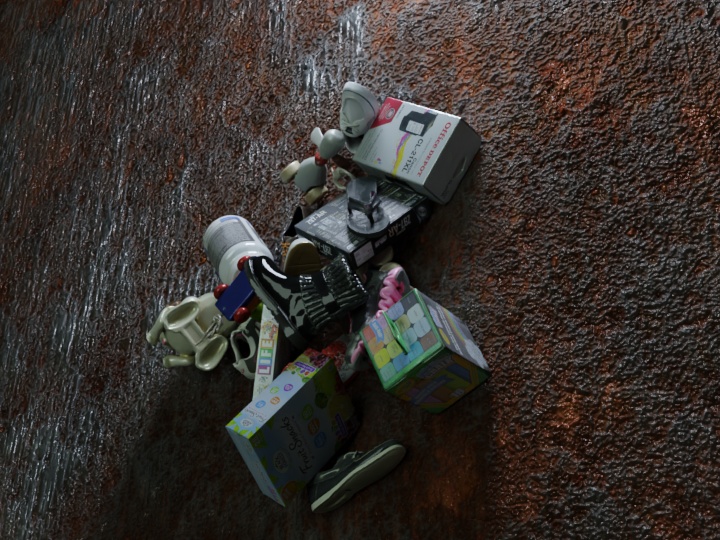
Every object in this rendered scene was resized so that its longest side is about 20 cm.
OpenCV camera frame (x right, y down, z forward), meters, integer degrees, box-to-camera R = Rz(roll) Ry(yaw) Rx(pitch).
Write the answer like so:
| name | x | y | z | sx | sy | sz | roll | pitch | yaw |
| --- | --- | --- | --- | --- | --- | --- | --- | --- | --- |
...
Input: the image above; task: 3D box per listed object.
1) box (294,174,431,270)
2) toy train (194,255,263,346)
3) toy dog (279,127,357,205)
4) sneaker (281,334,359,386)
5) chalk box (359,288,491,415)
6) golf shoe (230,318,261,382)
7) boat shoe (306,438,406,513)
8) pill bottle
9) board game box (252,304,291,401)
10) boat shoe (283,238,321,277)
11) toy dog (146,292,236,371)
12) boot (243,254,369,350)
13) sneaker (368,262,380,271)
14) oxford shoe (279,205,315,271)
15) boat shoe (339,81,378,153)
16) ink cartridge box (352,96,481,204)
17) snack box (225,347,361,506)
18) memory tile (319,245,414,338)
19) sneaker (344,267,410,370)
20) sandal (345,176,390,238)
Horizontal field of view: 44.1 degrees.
| name | x | y | z | sx | sy | sz | roll | pitch | yaw |
| --- | --- | --- | --- | --- | --- | --- | --- | --- | --- |
| box | 0.005 | -0.092 | 1.628 | 0.200 | 0.044 | 0.160 | -37 | 40 | -27 |
| toy train | -0.220 | 0.073 | 1.674 | 0.200 | 0.116 | 0.085 | -50 | 60 | 7 |
| toy dog | -0.071 | -0.216 | 1.772 | 0.200 | 0.132 | 0.096 | -16 | 22 | 46 |
| sneaker | -0.068 | 0.172 | 1.578 | 0.067 | 0.108 | 0.202 | 37 | 93 | 43 |
| chalk box | 0.091 | 0.125 | 1.409 | 0.124 | 0.200 | 0.125 | -39 | 48 | 18 |
| golf shoe | -0.207 | 0.118 | 1.733 | 0.077 | 0.088 | 0.201 | -28 | 52 | 28 |
| boat shoe | -0.013 | 0.329 | 1.478 | 0.200 | 0.072 | 0.068 | -37 | 52 | 22 |
| pill bottle | -0.239 | -0.023 | 1.788 | 0.114 | 0.114 | 0.200 | -50 | 34 | 7 |
| board game box | -0.157 | 0.159 | 1.627 | 0.034 | 0.134 | 0.201 | 3 | 74 | 7 |
| boat shoe | -0.111 | 0.008 | 1.654 | 0.071 | 0.200 | 0.069 | -8 | 45 | -10 |
| toy dog | -0.342 | 0.106 | 1.789 | 0.194 | 0.140 | 0.200 | -54 | 20 | -26 |
| boot | -0.092 | 0.016 | 1.525 | 0.158 | 0.079 | 0.211 | -42 | 64 | 8 |
| sneaker | 0.000 | 0.000 | 1.635 | 0.088 | 0.075 | 0.201 | -11 | 65 | 30 |
| oxford shoe | -0.138 | -0.033 | 1.762 | 0.071 | 0.073 | 0.201 | 6 | 73 | 40 |
| boat shoe | -0.006 | -0.287 | 1.713 | 0.073 | 0.200 | 0.066 | 22 | 74 | 15 |
| ink cartridge box | 0.104 | -0.226 | 1.658 | 0.200 | 0.083 | 0.146 | 26 | 85 | 44 |
| snack box | -0.105 | 0.258 | 1.472 | 0.068 | 0.169 | 0.200 | 17 | 50 | 43 |
| memory tile | 0.022 | 0.053 | 1.571 | 0.153 | 0.017 | 0.200 | -28 | 65 | -1 |
| sneaker | 0.010 | 0.080 | 1.515 | 0.095 | 0.079 | 0.200 | 9 | 58 | 30 |
| sandal | 0.004 | -0.122 | 1.589 | 0.075 | 0.048 | 0.201 | -15 | 35 | 0 |
